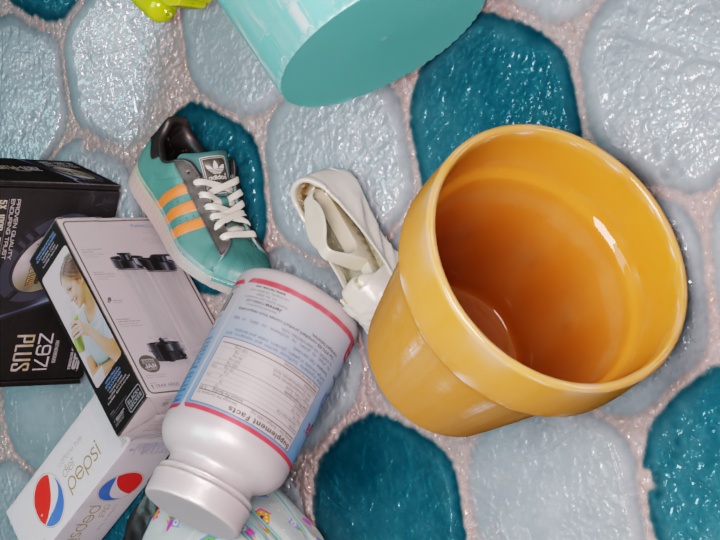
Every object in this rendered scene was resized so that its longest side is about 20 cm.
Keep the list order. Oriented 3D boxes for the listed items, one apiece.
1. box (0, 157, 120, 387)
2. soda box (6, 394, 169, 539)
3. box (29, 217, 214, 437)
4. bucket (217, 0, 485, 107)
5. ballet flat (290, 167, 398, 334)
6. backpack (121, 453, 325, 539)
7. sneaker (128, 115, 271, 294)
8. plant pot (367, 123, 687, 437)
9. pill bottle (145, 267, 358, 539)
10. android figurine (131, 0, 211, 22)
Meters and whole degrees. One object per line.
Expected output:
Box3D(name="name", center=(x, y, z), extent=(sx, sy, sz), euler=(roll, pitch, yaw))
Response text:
Box3D(name="box", center=(-0.328, 0.002, 1.842), extent=(0.086, 0.164, 0.200), euler=(25, 107, 43))
Box3D(name="soda box", center=(-0.247, 0.190, 1.831), extent=(0.200, 0.064, 0.068), euler=(-50, 56, 32))
Box3D(name="box", center=(-0.195, 0.046, 1.742), extent=(0.060, 0.117, 0.200), euler=(-51, 57, 35))
Box3D(name="bucket", center=(-0.011, -0.228, 1.499), extent=(0.207, 0.207, 0.135), euler=(-42, 69, 37))
Box3D(name="ballet flat", center=(0.000, 0.000, 1.578), extent=(0.069, 0.069, 0.200), euler=(-50, 57, 33))
Box3D(name="backpack", center=(-0.105, 0.249, 1.643), extent=(0.200, 0.127, 0.167), euler=(40, 114, 34))
Box3D(name="sneaker", center=(-0.133, -0.057, 1.709), extent=(0.200, 0.071, 0.080), euler=(48, 126, 36))
Box3D(name="plant pot", center=(0.098, 0.027, 1.405), extent=(0.183, 0.200, 0.200), euler=(-47, 57, 54))
Box3D(name="pill bottle", center=(-0.089, 0.107, 1.578), extent=(0.109, 0.109, 0.200), euler=(5, 60, 45))
Box3D(name="android figurine", center=(-0.162, -0.310, 1.760), extent=(0.200, 0.041, 0.182), euler=(41, 118, 38))
